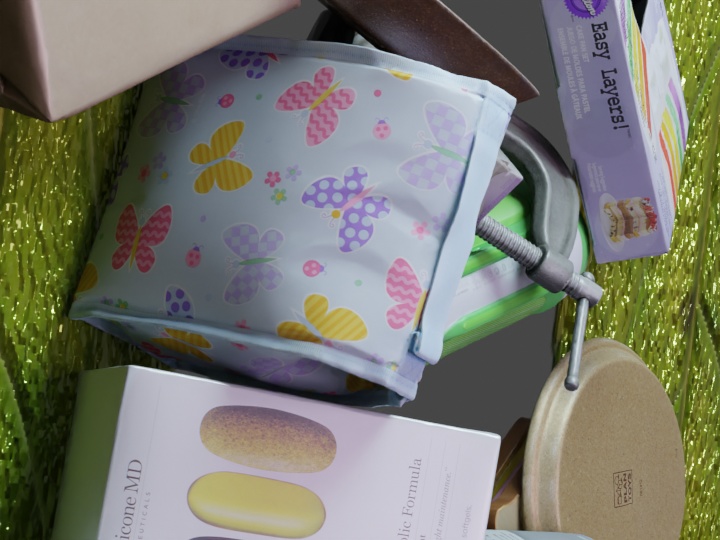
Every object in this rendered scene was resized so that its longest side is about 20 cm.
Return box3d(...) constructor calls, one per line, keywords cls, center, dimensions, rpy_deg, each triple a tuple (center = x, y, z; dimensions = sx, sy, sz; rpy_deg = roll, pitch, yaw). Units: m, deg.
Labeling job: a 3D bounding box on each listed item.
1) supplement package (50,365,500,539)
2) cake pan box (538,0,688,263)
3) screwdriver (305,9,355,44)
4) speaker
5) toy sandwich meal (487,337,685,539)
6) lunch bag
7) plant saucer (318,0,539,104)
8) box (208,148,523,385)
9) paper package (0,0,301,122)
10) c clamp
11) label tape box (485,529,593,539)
box3d(cls="supplement package", center=(-0.047, 0.120, 1.492), dimensions=(0.199, 0.109, 0.114), rpy_deg=(11, 83, -17))
box3d(cls="cake pan box", center=(0.153, -0.134, 1.775), dimensions=(0.184, 0.052, 0.201), rpy_deg=(-73, 151, -62))
box3d(cls="screwdriver", center=(-0.044, -0.056, 1.606), dimensions=(0.029, 0.028, 0.200), rpy_deg=(85, 24, -65))
box3d(cls="speaker", center=(0.049, 0.006, 1.693), dimensions=(0.200, 0.088, 0.089), rpy_deg=(-23, 114, -48))
box3d(cls="toy sandwich meal", center=(0.134, 0.141, 1.849), dimensions=(0.205, 0.070, 0.206), rpy_deg=(2, 87, -55))
box3d(cls="lunch bag", center=(-0.025, -0.022, 1.500), dimensions=(0.127, 0.200, 0.170), rpy_deg=(29, 72, -50))
box3d(cls="plant saucer", center=(0.007, -0.143, 1.547), dimensions=(0.037, 0.200, 0.200), rpy_deg=(-51, 139, 3))
box3d(cls="box", center=(0.000, 0.000, 1.576), dimensions=(0.200, 0.041, 0.039), rpy_deg=(-43, 146, 11))
box3d(cls="paper package", center=(-0.133, -0.188, 1.411), dimensions=(0.200, 0.103, 0.191), rpy_deg=(-31, 119, -47))
box3d(cls="c clamp", center=(0.063, -0.048, 1.654), dimensions=(0.200, 0.027, 0.171), rpy_deg=(36, 40, -16))
box3d(cls="label tape box", center=(0.042, 0.225, 1.722), dimensions=(0.199, 0.066, 0.144), rpy_deg=(4, 95, -14))
